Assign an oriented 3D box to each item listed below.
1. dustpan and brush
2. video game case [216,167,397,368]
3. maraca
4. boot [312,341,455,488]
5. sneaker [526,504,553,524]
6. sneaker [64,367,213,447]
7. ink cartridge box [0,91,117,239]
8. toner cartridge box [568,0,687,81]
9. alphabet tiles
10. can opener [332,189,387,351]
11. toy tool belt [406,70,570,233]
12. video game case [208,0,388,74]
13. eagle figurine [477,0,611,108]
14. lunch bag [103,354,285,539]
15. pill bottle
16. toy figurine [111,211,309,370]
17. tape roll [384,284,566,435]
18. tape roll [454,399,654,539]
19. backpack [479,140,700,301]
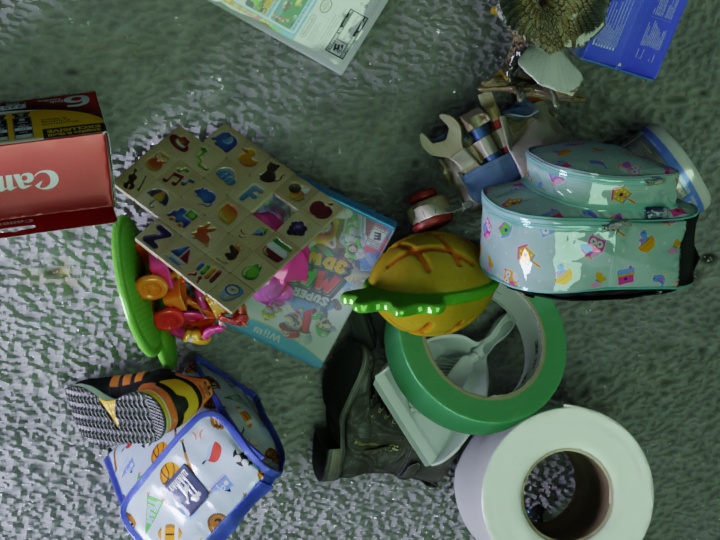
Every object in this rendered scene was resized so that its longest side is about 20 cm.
[{"bbox_3d":[0.114,0.108,1.812,0.200,0.057,0.140,-50,119,-36],"label":"dustpan and brush"},{"bbox_3d":[-0.066,-0.001,1.713,0.143,0.018,0.200,25,120,-5],"label":"video game case"},{"bbox_3d":[0.064,0.018,1.649,0.137,0.200,0.107,2,104,29],"label":"maraca"},{"bbox_3d":[0.042,0.167,1.839,0.174,0.069,0.200,1,123,-22],"label":"boot"},{"bbox_3d":[0.258,0.358,1.986,0.087,0.075,0.200,-32,121,-15],"label":"sneaker"},{"bbox_3d":[-0.233,0.140,1.703,0.090,0.200,0.070,-24,103,-37],"label":"sneaker"},{"bbox_3d":[-0.343,-0.100,1.556,0.200,0.176,0.084,-9,115,-12],"label":"ink cartridge box"},{"bbox_3d":[0.304,-0.311,1.708,0.095,0.043,0.200,14,109,-19],"label":"toner cartridge box"},{"bbox_3d":[-0.146,-0.064,1.615,0.167,0.200,0.008,-44,157,-25],"label":"alphabet tiles"},{"bbox_3d":[0.000,0.000,1.761,0.053,0.067,0.200,-8,130,12],"label":"can opener"},{"bbox_3d":[0.125,-0.129,1.716,0.200,0.125,0.123,-23,83,-8],"label":"toy tool belt"},{"bbox_3d":[-0.043,-0.325,1.622,0.182,0.024,0.200,27,105,-23],"label":"video game case"},{"bbox_3d":[0.180,-0.275,1.639,0.151,0.152,0.200,17,106,23],"label":"eagle figurine"},{"bbox_3d":[-0.174,0.215,1.720,0.124,0.200,0.170,35,102,-34],"label":"lunch bag"},{"bbox_3d":[0.275,-0.062,1.771,0.200,0.114,0.114,-35,117,3],"label":"pill bottle"},{"bbox_3d":[-0.139,0.013,1.663,0.184,0.150,0.200,-12,139,5],"label":"toy figurine"},{"bbox_3d":[0.127,0.078,1.760,0.200,0.201,0.048,8,156,-18],"label":"tape roll"},{"bbox_3d":[0.220,0.251,1.844,0.202,0.139,0.203,0,89,-9],"label":"tape roll"},{"bbox_3d":[0.219,-0.047,1.604,0.200,0.176,0.153,-11,111,-16],"label":"backpack"}]
